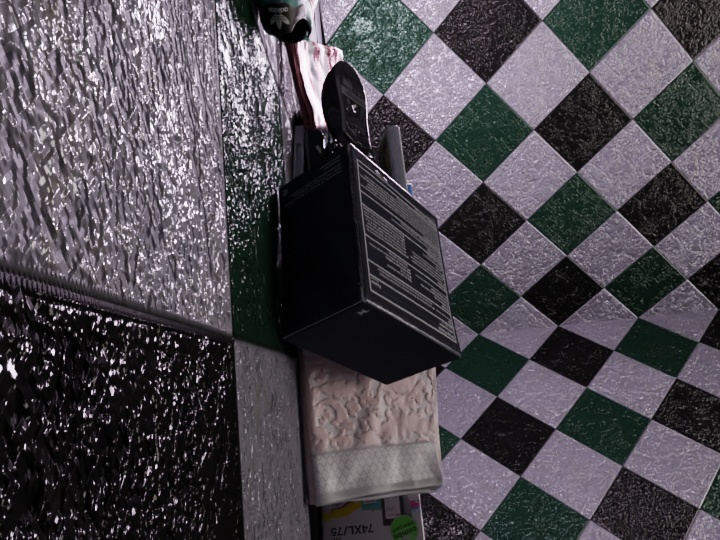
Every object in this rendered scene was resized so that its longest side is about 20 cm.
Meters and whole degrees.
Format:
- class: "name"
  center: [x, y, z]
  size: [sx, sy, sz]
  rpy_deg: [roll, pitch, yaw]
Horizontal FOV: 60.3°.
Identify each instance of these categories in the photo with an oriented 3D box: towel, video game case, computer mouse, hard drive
- class: "towel"
  center: [0.018, 0.187, 0.787]
  size: [0.032, 0.195, 0.197]
  rpy_deg: [-28, -118, 56]
- class: "towel"
  center: [-0.058, -0.306, 1.036]
  size: [0.199, 0.022, 0.148]
  rpy_deg: [-29, 107, -65]
- class: "video game case"
  center: [0.050, -0.093, 0.947]
  size: [0.182, 0.021, 0.206]
  rpy_deg: [137, -54, -83]
- class: "video game case"
  center: [-0.087, -0.109, 0.969]
  size: [0.203, 0.017, 0.146]
  rpy_deg: [-94, 178, -46]
- class: "computer mouse"
  center: [-0.030, -0.231, 0.975]
  size: [0.137, 0.052, 0.206]
  rpy_deg: [23, 58, -52]
- class: "hard drive"
  center: [-0.061, -0.097, 0.985]
  size: [0.140, 0.032, 0.206]
  rpy_deg: [82, 3, -72]

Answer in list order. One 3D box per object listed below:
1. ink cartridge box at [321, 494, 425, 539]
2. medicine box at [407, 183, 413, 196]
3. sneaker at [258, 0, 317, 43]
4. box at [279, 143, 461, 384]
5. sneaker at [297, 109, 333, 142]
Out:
- class: "ink cartridge box"
  center: [0.018, 0.357, 0.911]
  size: [0.148, 0.142, 0.204]
  rpy_deg: [84, 0, -54]
- class: "medicine box"
  center: [0.010, -0.057, 1.192]
  size: [0.103, 0.194, 0.188]
  rpy_deg: [85, -1, -82]
- class: "sneaker"
  center: [-0.088, -0.312, 0.738]
  size: [0.201, 0.069, 0.082]
  rpy_deg: [-76, 166, -73]
- class: "box"
  center: [0.009, 0.002, 0.731]
  size: [0.199, 0.121, 0.203]
  rpy_deg: [32, 42, -44]
- class: "sneaker"
  center: [-0.064, -0.252, 1.106]
  size: [0.201, 0.086, 0.081]
  rpy_deg: [-86, 170, -72]
